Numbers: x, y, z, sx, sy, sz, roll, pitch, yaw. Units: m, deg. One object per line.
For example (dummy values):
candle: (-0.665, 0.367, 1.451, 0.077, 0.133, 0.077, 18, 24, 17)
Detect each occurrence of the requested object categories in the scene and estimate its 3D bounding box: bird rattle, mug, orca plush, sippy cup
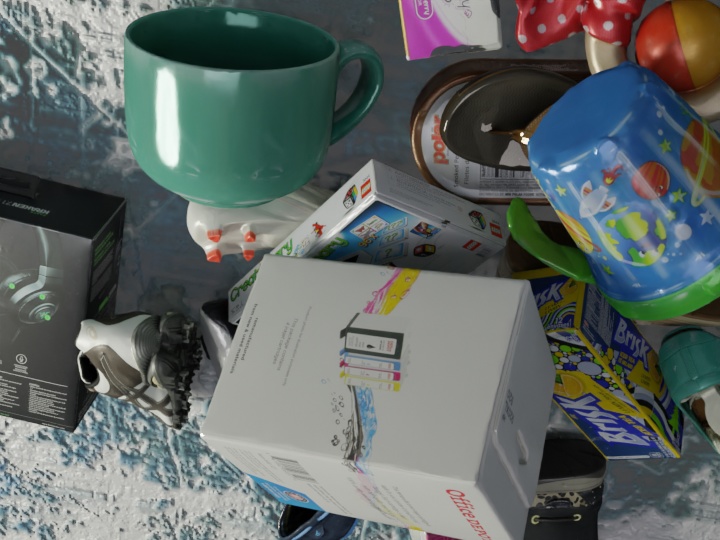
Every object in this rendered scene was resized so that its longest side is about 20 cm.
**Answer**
bird rattle: (0.208, -0.176, 0.681, 0.198, 0.113, 0.164, -19, 95, 9)
mug: (-0.080, -0.113, 0.731, 0.183, 0.152, 0.115, 8, 119, 1)
orca plush: (-0.081, 0.102, 0.879, 0.071, 0.105, 0.202, -25, 111, -18)
sippy cup: (0.183, -0.059, 0.657, 0.178, 0.140, 0.130, -42, 113, 12)

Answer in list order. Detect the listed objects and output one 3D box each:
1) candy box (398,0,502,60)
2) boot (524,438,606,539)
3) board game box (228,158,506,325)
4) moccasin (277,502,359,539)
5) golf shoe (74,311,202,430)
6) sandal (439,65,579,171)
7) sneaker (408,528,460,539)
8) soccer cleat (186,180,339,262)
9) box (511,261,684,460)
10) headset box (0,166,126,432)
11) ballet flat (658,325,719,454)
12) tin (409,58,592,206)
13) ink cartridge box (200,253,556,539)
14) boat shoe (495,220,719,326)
candy box: (0.052, -0.227, 0.638, 0.060, 0.200, 0.138, -6, 114, 8)
boot: (0.129, 0.237, 0.922, 0.201, 0.074, 0.155, -7, 117, 10)
board game box: (0.000, 0.000, 0.781, 0.125, 0.035, 0.200, 20, 139, -32)
moccasin: (-0.024, 0.175, 0.855, 0.068, 0.081, 0.201, -5, 128, -28)
golf shoe: (-0.183, 0.078, 0.833, 0.093, 0.078, 0.200, 8, 155, -2)
sandal: (0.158, -0.092, 0.732, 0.198, 0.055, 0.082, 18, 115, -4)
sneaker: (0.058, 0.138, 0.852, 0.088, 0.081, 0.202, -8, 77, 48)
soccer cleat: (-0.040, -0.046, 0.809, 0.198, 0.078, 0.069, 3, 146, -13)
box: (0.191, 0.078, 0.800, 0.070, 0.065, 0.200, -10, 138, 37)
headset box: (-0.301, 0.013, 0.843, 0.172, 0.093, 0.202, 12, 115, 0)
ballet flat: (0.301, 0.122, 0.817, 0.067, 0.071, 0.200, -27, 132, 25)
tin: (0.137, -0.107, 0.778, 0.198, 0.042, 0.113, 1, 111, 5)
ink cartridge box: (0.023, 0.092, 0.705, 0.198, 0.146, 0.147, 6, 152, 24)
boat shoe: (0.211, 0.009, 0.815, 0.198, 0.072, 0.065, 14, 150, 1)
